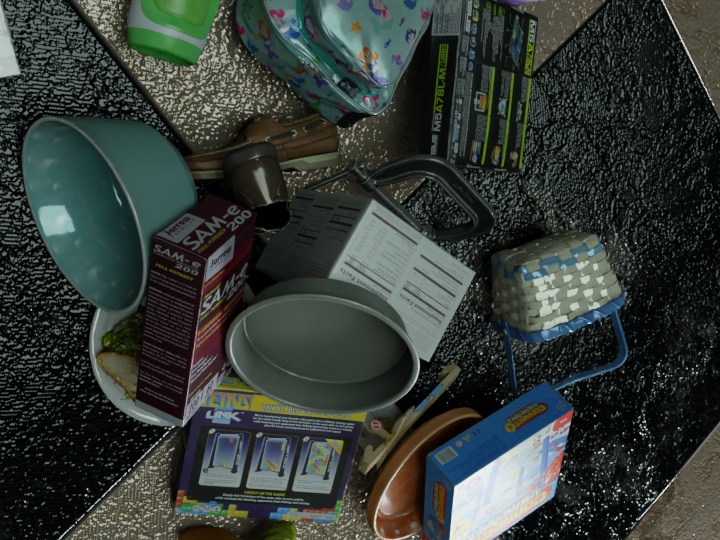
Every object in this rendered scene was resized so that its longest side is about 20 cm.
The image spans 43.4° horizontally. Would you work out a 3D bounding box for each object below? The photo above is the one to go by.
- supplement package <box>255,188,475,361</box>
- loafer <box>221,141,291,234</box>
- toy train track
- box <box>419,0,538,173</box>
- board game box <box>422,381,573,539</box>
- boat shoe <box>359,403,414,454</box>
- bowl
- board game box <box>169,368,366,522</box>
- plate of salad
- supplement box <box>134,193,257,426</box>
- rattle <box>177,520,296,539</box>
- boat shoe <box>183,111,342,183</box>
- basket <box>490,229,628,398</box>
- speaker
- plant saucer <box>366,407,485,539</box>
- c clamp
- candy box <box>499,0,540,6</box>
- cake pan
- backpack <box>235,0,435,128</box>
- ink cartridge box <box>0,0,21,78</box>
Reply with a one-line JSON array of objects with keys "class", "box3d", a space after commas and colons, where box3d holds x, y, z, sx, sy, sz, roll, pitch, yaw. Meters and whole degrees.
[{"class": "supplement package", "box3d": [0.000, 0.000, 1.012, 0.155, 0.199, 0.112, 33, 83, -26]}, {"class": "loafer", "box3d": [-0.109, -0.067, 0.956, 0.072, 0.200, 0.072, -18, 78, -3]}, {"class": "toy train track", "box3d": [0.055, 0.170, 1.095, 0.200, 0.032, 0.115, -38, 158, -41]}, {"class": "box", "box3d": [0.147, -0.224, 1.097, 0.192, 0.047, 0.203, -6, 103, -56]}, {"class": "board game box", "box3d": [0.175, 0.268, 1.172, 0.198, 0.056, 0.197, -27, 138, -24]}, {"class": "boat shoe", "box3d": [0.007, 0.156, 1.120, 0.069, 0.072, 0.201, -47, 113, -29]}, {"class": "bowl", "box3d": [-0.237, -0.069, 0.903, 0.105, 0.199, 0.203, -29, 111, -40]}, {"class": "board game box", "box3d": [-0.106, 0.200, 1.034, 0.197, 0.057, 0.167, 9, 109, -18]}, {"class": "plate of salad", "box3d": [-0.200, 0.078, 1.010, 0.198, 0.048, 0.203, -4, 100, -26]}, {"class": "supplement box", "box3d": [-0.163, 0.040, 0.892, 0.060, 0.109, 0.202, 20, 122, 12]}, {"class": "rattle", "box3d": [-0.131, 0.401, 1.088, 0.141, 0.131, 0.202, -12, 130, -14]}, {"class": "boat shoe", "box3d": [-0.114, -0.139, 1.012, 0.198, 0.072, 0.069, -13, 99, -34]}, {"class": "basket", "box3d": [0.262, 0.056, 1.187, 0.174, 0.139, 0.203, -18, 100, -17]}, {"class": "speaker", "box3d": [-0.182, -0.321, 0.934, 0.087, 0.088, 0.203, 13, 92, -28]}, {"class": "plant saucer", "box3d": [0.084, 0.256, 1.150, 0.199, 0.032, 0.202, -29, 139, -29]}, {"class": "c clamp", "box3d": [0.062, -0.084, 1.086, 0.199, 0.170, 0.027, 35, 49, -37]}, {"class": "candy box", "box3d": [0.142, -0.361, 1.026, 0.166, 0.199, 0.073, 9, 95, -28]}, {"class": "cake pan", "box3d": [-0.037, 0.077, 0.918, 0.199, 0.199, 0.037, 34, 43, -27]}, {"class": "backpack", "box3d": [-0.029, -0.278, 0.987, 0.199, 0.150, 0.179, 34, 69, -18]}, {"class": "ink cartridge box", "box3d": [-0.437, -0.252, 0.837, 0.198, 0.045, 0.179, -16, 105, -23]}]
